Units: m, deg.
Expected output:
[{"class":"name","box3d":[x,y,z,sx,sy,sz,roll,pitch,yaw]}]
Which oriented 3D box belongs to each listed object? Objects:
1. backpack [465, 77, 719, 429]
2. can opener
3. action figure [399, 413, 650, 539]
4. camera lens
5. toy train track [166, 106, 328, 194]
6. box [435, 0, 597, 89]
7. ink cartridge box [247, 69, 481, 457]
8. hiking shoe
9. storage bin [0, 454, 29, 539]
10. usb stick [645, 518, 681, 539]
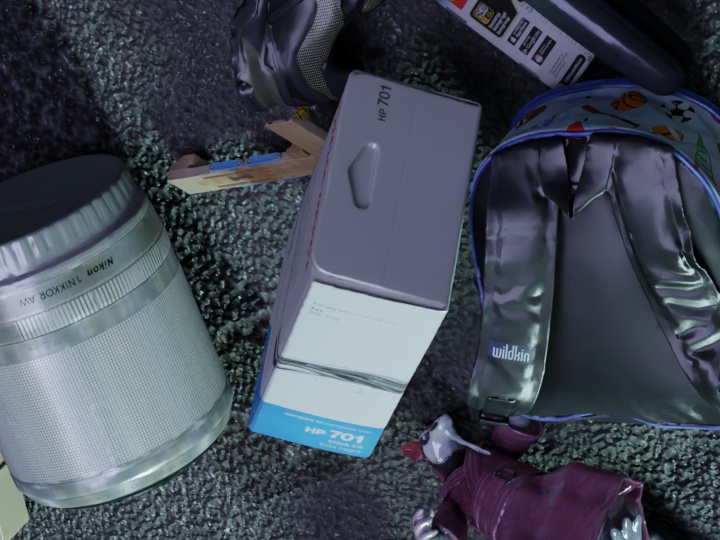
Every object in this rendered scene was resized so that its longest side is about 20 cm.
[{"class":"backpack","box3d":[0.154,-0.014,1.373,0.199,0.154,0.191,-2,124,21]},{"class":"can opener","box3d":[0.102,-0.167,1.319,0.200,0.063,0.079,44,129,0]},{"class":"action figure","box3d":[0.108,0.148,1.537,0.200,0.134,0.149,32,170,44]},{"class":"camera lens","box3d":[-0.185,0.044,1.585,0.159,0.160,0.201,-8,114,32]},{"class":"toy train track","box3d":[-0.042,-0.078,1.509,0.199,0.033,0.115,-8,153,41]},{"class":"box","box3d":[0.127,-0.204,1.347,0.110,0.035,0.200,38,129,4]},{"class":"ink cartridge box","box3d":[0.000,0.000,1.420,0.085,0.147,0.200,15,150,-7]},{"class":"hiking shoe","box3d":[-0.027,-0.193,1.426,0.100,0.076,0.201,1,116,3]},{"class":"storage bin","box3d":[-0.364,0.117,1.770,0.198,0.094,0.201,5,120,26]},{"class":"usb stick","box3d":[0.245,0.237,1.548,0.200,0.033,0.056,41,130,2]}]
